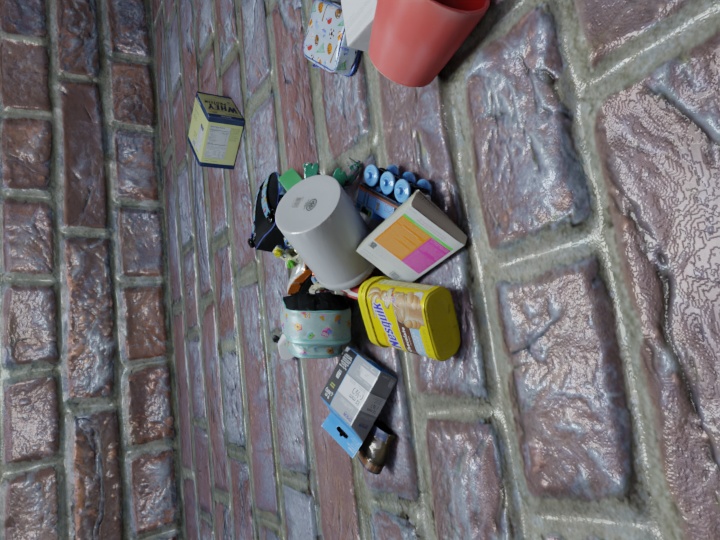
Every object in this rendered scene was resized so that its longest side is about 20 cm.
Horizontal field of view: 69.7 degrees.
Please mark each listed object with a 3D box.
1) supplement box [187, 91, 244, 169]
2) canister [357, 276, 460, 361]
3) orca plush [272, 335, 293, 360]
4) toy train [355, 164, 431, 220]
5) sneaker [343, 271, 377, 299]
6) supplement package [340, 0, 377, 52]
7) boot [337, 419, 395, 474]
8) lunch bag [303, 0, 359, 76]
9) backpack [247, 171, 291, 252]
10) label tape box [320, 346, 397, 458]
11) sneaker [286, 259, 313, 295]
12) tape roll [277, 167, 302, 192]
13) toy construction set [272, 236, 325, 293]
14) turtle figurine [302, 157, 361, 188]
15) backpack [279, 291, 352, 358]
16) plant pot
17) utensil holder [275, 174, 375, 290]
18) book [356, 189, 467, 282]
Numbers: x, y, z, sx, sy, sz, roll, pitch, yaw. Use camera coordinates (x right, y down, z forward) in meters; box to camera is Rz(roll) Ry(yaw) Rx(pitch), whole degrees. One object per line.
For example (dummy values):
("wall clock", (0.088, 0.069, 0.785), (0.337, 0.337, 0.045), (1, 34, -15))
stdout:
("supplement box", (-0.545, -0.522, 1.936), (0.201, 0.133, 0.201), (56, 134, 38))
("canister", (0.095, 0.092, 1.029), (0.199, 0.086, 0.151), (6, 116, 53))
("orca plush", (-0.198, 0.176, 1.499), (0.072, 0.104, 0.202), (-70, -15, -45))
("toy train", (0.071, -0.150, 1.082), (0.200, 0.086, 0.116), (37, 124, 45))
("sneaker", (0.000, 0.000, 1.198), (0.199, 0.077, 0.118), (12, 103, 54))
("supplement package", (0.037, -0.580, 1.085), (0.119, 0.120, 0.203), (-22, 73, 54))
("boot", (0.010, 0.370, 1.217), (0.200, 0.074, 0.098), (40, 107, 45))
("lunch bag", (-0.069, -0.576, 1.287), (0.200, 0.075, 0.162), (47, 130, 43))
("backpack", (-0.235, -0.170, 1.490), (0.182, 0.133, 0.203), (-40, 46, 47))
("label tape box", (-0.023, 0.296, 1.182), (0.143, 0.066, 0.202), (27, 85, 52))
("sneaker", (-0.155, -0.018, 1.442), (0.201, 0.075, 0.092), (-58, 38, 28))
("tape roll", (-0.127, -0.161, 1.290), (0.048, 0.201, 0.201), (-37, 48, -2))
("toy construction set", (-0.122, -0.009, 1.316), (0.130, 0.201, 0.093), (-20, 43, 13))
("turtle figurine", (-0.069, -0.221, 1.248), (0.200, 0.147, 0.102), (-56, -39, -80))
("backpack", (-0.105, 0.129, 1.234), (0.200, 0.173, 0.156), (177, 95, -78))
("plant pot", (0.108, -0.453, 0.943), (0.203, 0.198, 0.178), (69, 151, 26))
("utensil holder", (-0.068, -0.081, 1.125), (0.168, 0.201, 0.172), (-14, 50, 18))
("book", (0.096, -0.051, 1.018), (0.200, 0.133, 0.048), (-38, 18, 48))
